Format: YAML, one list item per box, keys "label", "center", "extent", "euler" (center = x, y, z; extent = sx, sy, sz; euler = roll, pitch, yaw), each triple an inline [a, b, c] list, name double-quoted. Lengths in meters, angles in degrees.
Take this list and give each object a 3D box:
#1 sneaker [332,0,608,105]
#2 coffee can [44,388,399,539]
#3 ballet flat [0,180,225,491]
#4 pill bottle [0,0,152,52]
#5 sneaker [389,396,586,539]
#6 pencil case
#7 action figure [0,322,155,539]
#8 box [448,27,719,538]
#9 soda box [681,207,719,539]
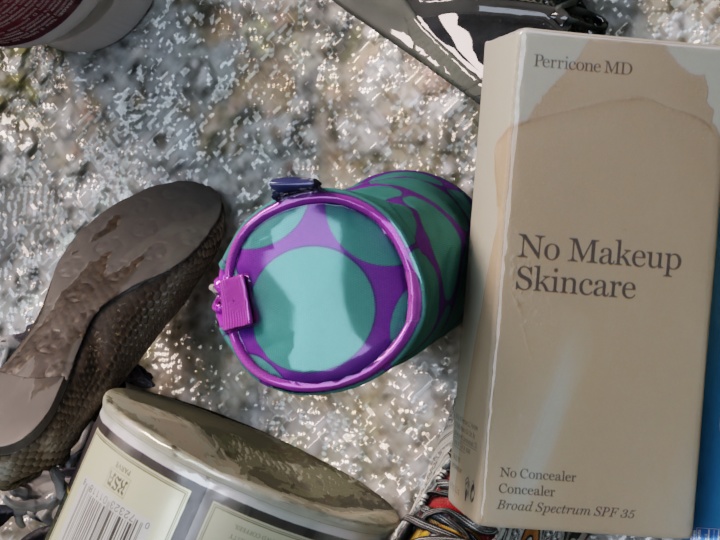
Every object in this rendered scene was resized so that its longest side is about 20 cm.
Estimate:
- label: "sneaker"
  center: [0.076, -0.131, 1.059]
  extent: [0.199, 0.076, 0.114]
  euler: [39, 107, 30]
- label: "coffee can"
  center: [-0.087, 0.173, 1.061]
  extent: [0.146, 0.146, 0.200]
  euler: [26, 95, 26]
- label: "ballet flat"
  center: [-0.122, 0.030, 1.105]
  extent: [0.067, 0.046, 0.200]
  euler: [7, 44, 26]
- label: "pill bottle"
  center: [-0.183, -0.167, 1.121]
  extent: [0.109, 0.200, 0.110]
  euler: [-3, 82, 25]
- label: "sneaker"
  center: [0.055, 0.119, 1.034]
  extent: [0.078, 0.082, 0.200]
  euler: [12, 88, 28]
- label: "pencil case"
  center: [0.000, 0.000, 1.010]
  extent: [0.092, 0.200, 0.085]
  euler: [4, 95, 12]
- label: "action figure"
  center: [-0.166, 0.095, 1.137]
  extent: [0.119, 0.102, 0.200]
  euler: [11, 90, 38]
- label: "box"
  center: [0.093, 0.004, 0.970]
  extent: [0.095, 0.078, 0.200]
  euler: [3, 92, -7]
- label: "soda box"
  center: [0.178, 0.032, 0.992]
  extent: [0.064, 0.068, 0.200]
  euler: [2, 85, 24]
